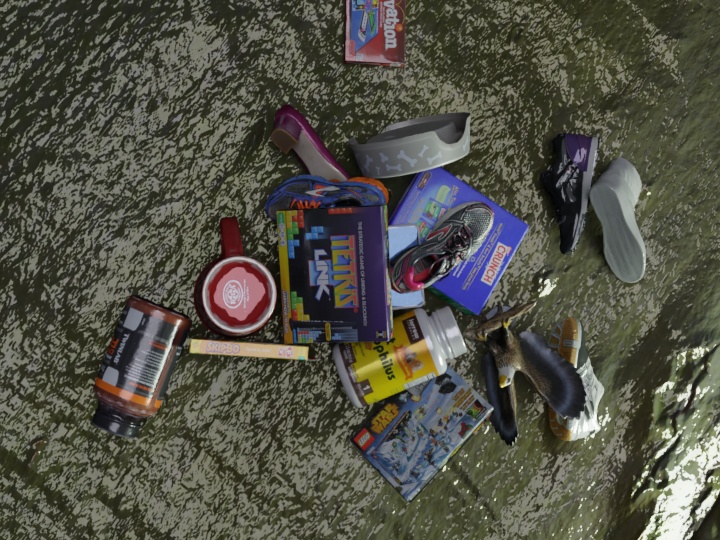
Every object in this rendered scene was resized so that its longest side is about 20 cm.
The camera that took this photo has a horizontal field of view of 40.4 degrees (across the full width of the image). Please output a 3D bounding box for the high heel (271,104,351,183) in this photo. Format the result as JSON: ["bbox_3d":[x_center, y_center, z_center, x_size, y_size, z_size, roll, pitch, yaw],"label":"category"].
[{"bbox_3d":[-0.066,-0.181,1.579,0.199,0.097,0.067,39,123,-19],"label":"high heel"}]

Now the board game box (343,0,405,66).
[{"bbox_3d":[0.024,-0.441,1.611,0.101,0.019,0.204,1,87,-11],"label":"board game box"}]

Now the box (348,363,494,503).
[{"bbox_3d":[0.097,0.248,1.557,0.200,0.040,0.137,-44,68,-8],"label":"box"}]

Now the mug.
[{"bbox_3d":[-0.198,0.020,1.464,0.133,0.200,0.179,-34,94,-8],"label":"mug"}]

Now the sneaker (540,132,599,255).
[{"bbox_3d":[0.340,-0.129,1.635,0.086,0.076,0.204,10,85,10],"label":"sneaker"}]

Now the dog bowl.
[{"bbox_3d":[0.081,-0.195,1.527,0.197,0.200,0.060,-16,104,-9],"label":"dog bowl"}]

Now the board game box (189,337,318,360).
[{"bbox_3d":[-0.165,0.123,1.518,0.196,0.095,0.031,7,86,-9],"label":"board game box"}]

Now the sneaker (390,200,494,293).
[{"bbox_3d":[0.133,-0.030,1.502,0.199,0.075,0.081,-41,103,-14],"label":"sneaker"}]

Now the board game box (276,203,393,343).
[{"bbox_3d":[-0.038,0.006,1.468,0.162,0.057,0.204,-3,95,12],"label":"board game box"}]

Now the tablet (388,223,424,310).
[{"bbox_3d":[0.000,0.000,1.524,0.196,0.014,0.133,-5,93,-6],"label":"tablet"}]

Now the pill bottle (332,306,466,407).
[{"bbox_3d":[0.062,0.130,1.531,0.197,0.109,0.111,-23,91,2],"label":"pill bottle"}]

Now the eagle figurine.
[{"bbox_3d":[0.248,0.160,1.563,0.151,0.151,0.202,-40,107,-25],"label":"eagle figurine"}]

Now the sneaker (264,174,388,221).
[{"bbox_3d":[-0.057,-0.102,1.524,0.196,0.079,0.076,-5,124,12],"label":"sneaker"}]

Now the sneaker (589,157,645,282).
[{"bbox_3d":[0.448,-0.089,1.638,0.116,0.073,0.202,-50,129,-41],"label":"sneaker"}]

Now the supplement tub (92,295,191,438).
[{"bbox_3d":[-0.338,0.148,1.484,0.105,0.107,0.203,21,84,-8],"label":"supplement tub"}]

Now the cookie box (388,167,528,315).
[{"bbox_3d":[0.143,-0.050,1.585,0.198,0.075,0.173,32,86,-6],"label":"cookie box"}]

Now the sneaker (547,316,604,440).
[{"bbox_3d":[0.360,0.178,1.624,0.086,0.075,0.204,1,91,-24],"label":"sneaker"}]
